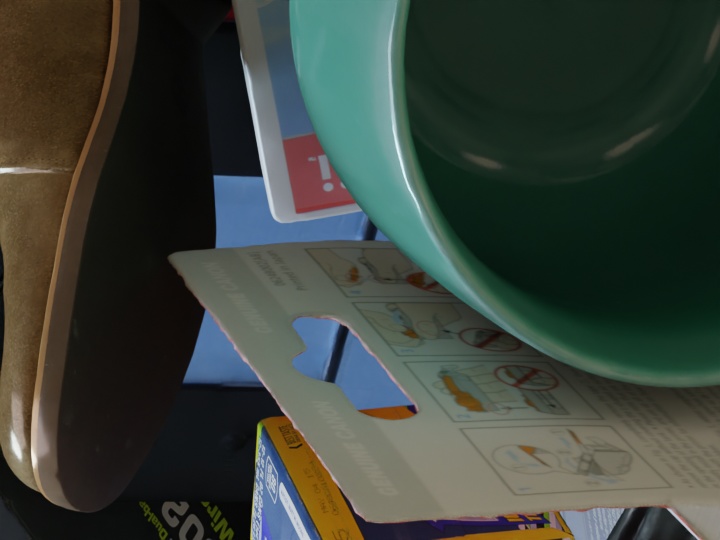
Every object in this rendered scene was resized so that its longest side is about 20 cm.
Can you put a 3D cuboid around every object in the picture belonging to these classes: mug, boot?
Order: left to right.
[{"bbox_3d":[-0.079,-0.034,0.751,0.074,0.075,0.201,56,-145,-63],"label":"boot"},{"bbox_3d":[0.064,-0.047,0.690,0.114,0.151,0.186,-141,33,-67],"label":"mug"}]

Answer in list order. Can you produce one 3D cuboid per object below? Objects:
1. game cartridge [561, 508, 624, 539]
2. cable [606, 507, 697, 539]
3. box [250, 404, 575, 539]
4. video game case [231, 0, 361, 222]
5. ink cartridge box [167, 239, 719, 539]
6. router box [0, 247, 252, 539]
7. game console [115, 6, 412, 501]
[{"bbox_3d":[0.095,0.098,1.016,0.130,0.038,0.201,43,151,51],"label":"game cartridge"},{"bbox_3d":[0.071,0.126,0.837,0.050,0.201,0.097,29,178,9],"label":"cable"},{"bbox_3d":[0.006,0.136,0.750,0.070,0.064,0.201,-122,32,-57],"label":"box"},{"bbox_3d":[0.032,-0.106,0.749,0.017,0.142,0.201,-100,0,-52],"label":"video game case"},{"bbox_3d":[0.066,0.042,0.703,0.160,0.199,0.047,-133,47,-61],"label":"ink cartridge box"},{"bbox_3d":[-0.106,0.026,0.979,0.062,0.150,0.200,-10,124,38],"label":"router box"},{"bbox_3d":[0.000,0.000,0.883,0.201,0.176,0.031,105,155,-42],"label":"game console"}]
